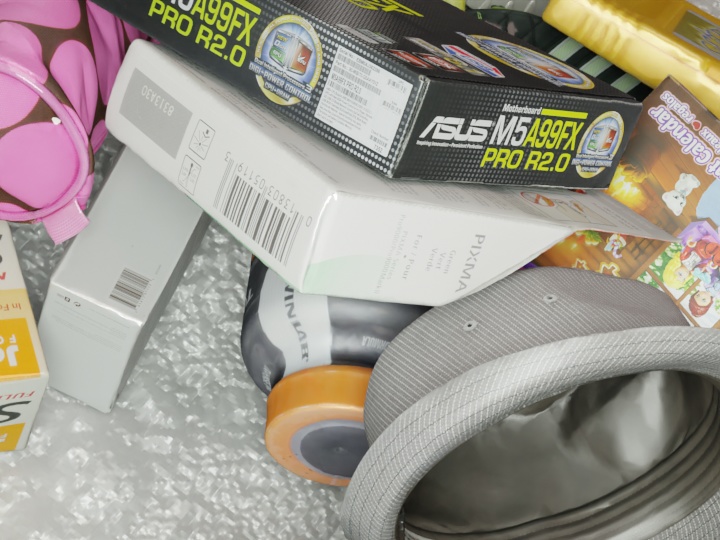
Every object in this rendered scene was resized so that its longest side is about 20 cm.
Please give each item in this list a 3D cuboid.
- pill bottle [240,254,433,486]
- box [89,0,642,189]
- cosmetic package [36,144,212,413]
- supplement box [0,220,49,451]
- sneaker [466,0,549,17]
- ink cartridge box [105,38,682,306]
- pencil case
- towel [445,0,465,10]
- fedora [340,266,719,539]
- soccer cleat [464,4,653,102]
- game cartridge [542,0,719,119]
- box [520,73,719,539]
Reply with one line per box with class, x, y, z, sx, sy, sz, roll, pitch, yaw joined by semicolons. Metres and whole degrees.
pill bottle;0.000;0.000;1.085;0.106;0.106;0.201;14;54;-10
box;-0.002;-0.097;0.995;0.200;0.044;0.160;32;20;35
cosmetic package;-0.094;-0.037;1.094;0.050;0.083;0.200;24;53;0
supplement box;-0.226;-0.013;1.035;0.125;0.074;0.201;-7;61;-24
sneaker;0.114;-0.199;1.289;0.199;0.077;0.081;-20;54;-34
ink cartridge box;0.014;-0.036;0.980;0.199;0.050;0.161;9;20;-41
pencil case;-0.132;-0.099;1.046;0.094;0.091;0.200;45;34;-16
towel;0.013;-0.161;1.159;0.086;0.201;0.018;4;10;4
fedora;0.082;0.060;0.971;0.199;0.177;0.091;-20;50;0
soccer cleat;0.107;-0.084;1.201;0.199;0.068;0.081;13;40;-15
game cartridge;0.195;-0.100;1.191;0.200;0.033;0.176;32;16;4
box;0.164;0.029;1.038;0.137;0.039;0.200;-46;77;2
